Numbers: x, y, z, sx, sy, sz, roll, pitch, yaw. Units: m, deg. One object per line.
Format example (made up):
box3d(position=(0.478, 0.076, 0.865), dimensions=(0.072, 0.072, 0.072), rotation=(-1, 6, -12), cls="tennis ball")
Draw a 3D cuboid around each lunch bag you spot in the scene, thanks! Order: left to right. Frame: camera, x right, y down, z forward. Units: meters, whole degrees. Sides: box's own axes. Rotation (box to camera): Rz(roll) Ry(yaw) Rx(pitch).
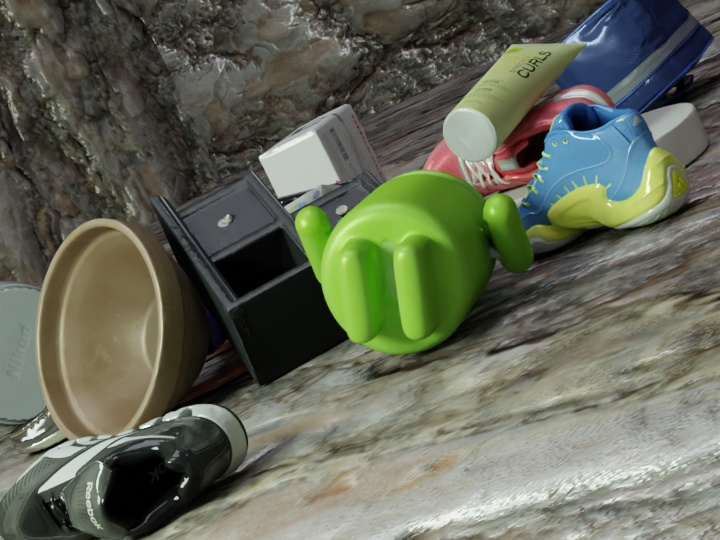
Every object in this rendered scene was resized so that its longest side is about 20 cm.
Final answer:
box3d(position=(0.300, -0.234, 1.592), dimensions=(0.136, 0.133, 0.200), rotation=(-40, 1, 34), cls="lunch bag")

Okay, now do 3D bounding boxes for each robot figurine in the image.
box3d(position=(0.040, -0.009, 1.099), dimensions=(0.174, 0.117, 0.200), rotation=(-6, 14, 18), cls="robot figurine")

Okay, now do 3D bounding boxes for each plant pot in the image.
box3d(position=(-0.200, 0.057, 1.294), dimensions=(0.092, 0.203, 0.200), rotation=(4, -16, -44), cls="plant pot")

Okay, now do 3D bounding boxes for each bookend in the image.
box3d(position=(-0.055, -0.029, 1.291), dimensions=(0.199, 0.093, 0.199), rotation=(-28, 40, -11), cls="bookend")

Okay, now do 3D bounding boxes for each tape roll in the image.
box3d(position=(0.217, -0.093, 1.322), dimensions=(0.201, 0.037, 0.203), rotation=(-27, 10, 5), cls="tape roll")

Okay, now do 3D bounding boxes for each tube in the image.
box3d(position=(0.133, -0.164, 1.295), dimensions=(0.200, 0.058, 0.052), rotation=(-48, -5, -48), cls="tube")

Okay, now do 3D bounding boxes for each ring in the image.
box3d(position=(-0.141, 0.085, 1.408), dimensions=(0.199, 0.019, 0.200), rotation=(-26, 8, 4), cls="ring")

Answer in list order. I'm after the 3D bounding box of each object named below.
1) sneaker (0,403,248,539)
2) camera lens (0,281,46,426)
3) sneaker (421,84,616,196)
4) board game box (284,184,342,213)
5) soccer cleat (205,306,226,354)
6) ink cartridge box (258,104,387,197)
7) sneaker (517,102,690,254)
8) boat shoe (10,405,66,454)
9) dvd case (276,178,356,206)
box3d(position=(-0.176, 0.150, 0.989), dimensions=(0.198, 0.067, 0.090), rotation=(-22, 8, 18), cls="sneaker")
box3d(position=(-0.408, 0.095, 1.668), dimensions=(0.159, 0.161, 0.200), rotation=(-30, 10, -23), cls="camera lens")
box3d(position=(0.130, -0.108, 1.307), dimensions=(0.199, 0.074, 0.087), rotation=(-22, 12, 30), cls="sneaker")
box3d(position=(-0.040, -0.035, 1.491), dimensions=(0.133, 0.035, 0.199), rotation=(1, -18, -37), cls="board game box")
box3d(position=(-0.135, 0.033, 1.426), dimensions=(0.073, 0.069, 0.200), rotation=(-22, 6, 0), cls="soccer cleat")
box3d(position=(-0.037, -0.113, 1.821), dimensions=(0.084, 0.146, 0.200), rotation=(-23, 9, 17), cls="ink cartridge box")
box3d(position=(0.170, -0.080, 1.161), dimensions=(0.076, 0.106, 0.199), rotation=(-33, 12, -40), cls="sneaker")
box3d(position=(-0.276, 0.104, 1.468), dimensions=(0.199, 0.074, 0.074), rotation=(-38, 9, -12), cls="boat shoe")
box3d(position=(-0.042, -0.050, 1.542), dimensions=(0.141, 0.018, 0.200), rotation=(-13, -14, 13), cls="dvd case")
